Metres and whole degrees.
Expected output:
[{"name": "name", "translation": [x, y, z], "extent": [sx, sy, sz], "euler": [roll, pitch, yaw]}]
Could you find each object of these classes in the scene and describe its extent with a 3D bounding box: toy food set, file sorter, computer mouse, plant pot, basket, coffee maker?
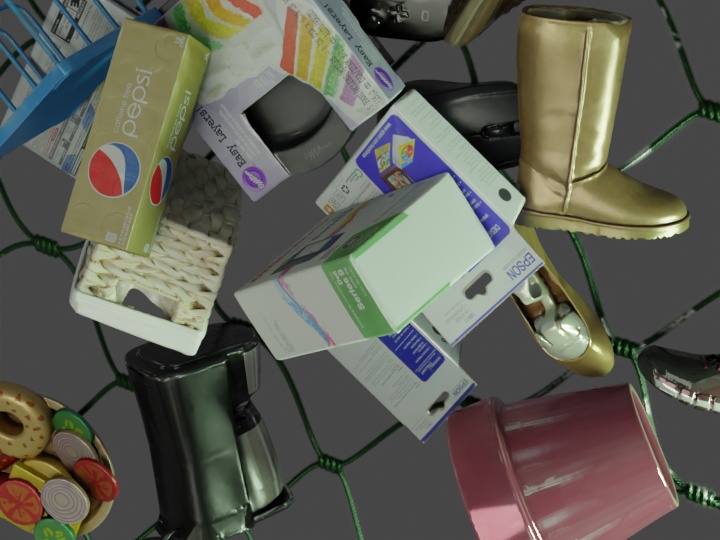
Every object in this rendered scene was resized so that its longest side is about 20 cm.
[{"name": "toy food set", "translation": [-0.369, 0.227, 1.899], "extent": [0.198, 0.049, 0.200], "euler": [28, 120, 7]}, {"name": "file sorter", "translation": [-0.314, -0.212, 1.572], "extent": [0.123, 0.139, 0.200], "euler": [52, 136, -4]}, {"name": "computer mouse", "translation": [0.103, -0.139, 1.550], "extent": [0.200, 0.053, 0.139], "euler": [-5, 112, 22]}, {"name": "plant pot", "translation": [0.201, 0.199, 1.600], "extent": [0.179, 0.200, 0.200], "euler": [-23, 104, 12]}, {"name": "basket", "translation": [-0.192, -0.031, 1.616], "extent": [0.135, 0.200, 0.123], "euler": [22, 114, -11]}, {"name": "coffee maker", "translation": [-0.174, 0.175, 1.720], "extent": [0.135, 0.192, 0.200], "euler": [3, 114, 37]}]

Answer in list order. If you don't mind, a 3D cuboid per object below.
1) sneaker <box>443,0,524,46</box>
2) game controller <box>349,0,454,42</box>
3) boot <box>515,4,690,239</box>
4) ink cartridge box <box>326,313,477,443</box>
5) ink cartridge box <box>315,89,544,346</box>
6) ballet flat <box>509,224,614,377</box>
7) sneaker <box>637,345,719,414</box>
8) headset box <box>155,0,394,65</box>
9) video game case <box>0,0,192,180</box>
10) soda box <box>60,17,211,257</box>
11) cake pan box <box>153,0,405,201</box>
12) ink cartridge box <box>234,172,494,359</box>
[{"name": "sneaker", "translation": [0.149, -0.269, 1.458], "extent": [0.075, 0.070, 0.200], "euler": [28, 118, -13]}, {"name": "game controller", "translation": [0.046, -0.307, 1.501], "extent": [0.104, 0.042, 0.200], "euler": [11, 117, 16]}, {"name": "boot", "translation": [0.222, -0.131, 1.487], "extent": [0.175, 0.066, 0.200], "euler": [3, 113, -2]}, {"name": "ink cartridge box", "translation": [0.026, 0.071, 1.667], "extent": [0.200, 0.039, 0.099], "euler": [45, 121, 9]}, {"name": "ink cartridge box", "translation": [0.069, -0.046, 1.559], "extent": [0.200, 0.043, 0.198], "euler": [47, 145, 3]}, {"name": "ballet flat", "translation": [0.174, 0.033, 1.596], "extent": [0.069, 0.063, 0.200], "euler": [-32, 100, 27]}, {"name": "sneaker", "translation": [0.369, 0.081, 1.547], "extent": [0.200, 0.076, 0.116], "euler": [20, 114, 0]}, {"name": "headset box", "translation": [-0.091, -0.227, 1.569], "extent": [0.149, 0.075, 0.200], "euler": [-33, 98, 30]}, {"name": "video game case", "translation": [-0.258, -0.177, 1.687], "extent": [0.182, 0.022, 0.200], "euler": [33, 120, 4]}, {"name": "soda box", "translation": [-0.199, -0.118, 1.473], "extent": [0.068, 0.064, 0.200], "euler": [16, 89, 14]}, {"name": "cake pan box", "translation": [-0.084, -0.185, 1.513], "extent": [0.184, 0.052, 0.200], "euler": [-33, 98, 32]}, {"name": "ink cartridge box", "translation": [0.000, 0.000, 1.513], "extent": [0.088, 0.145, 0.200], "euler": [56, 146, -10]}]
